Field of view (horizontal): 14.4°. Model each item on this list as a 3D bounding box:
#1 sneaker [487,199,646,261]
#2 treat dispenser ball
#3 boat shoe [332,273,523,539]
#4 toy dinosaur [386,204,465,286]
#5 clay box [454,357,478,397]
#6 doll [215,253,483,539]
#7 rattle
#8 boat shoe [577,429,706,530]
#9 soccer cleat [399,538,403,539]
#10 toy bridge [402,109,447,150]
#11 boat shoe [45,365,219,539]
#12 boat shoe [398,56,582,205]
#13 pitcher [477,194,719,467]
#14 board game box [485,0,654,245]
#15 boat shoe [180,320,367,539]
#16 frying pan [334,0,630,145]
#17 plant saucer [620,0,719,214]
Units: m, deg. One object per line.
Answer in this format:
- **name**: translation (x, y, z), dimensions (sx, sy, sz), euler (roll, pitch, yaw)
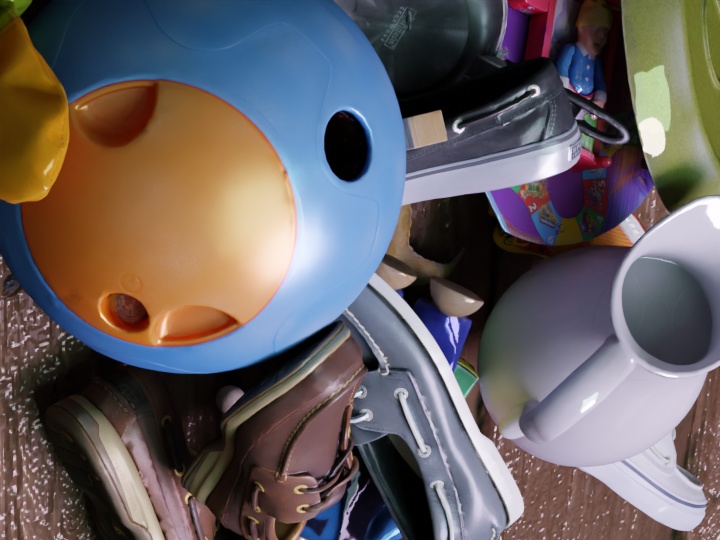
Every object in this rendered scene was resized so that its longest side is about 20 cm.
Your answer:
- **sneaker**: translation (0.102, -0.048, 1.622), dimensions (0.077, 0.073, 0.200), euler (-37, 134, 1)
- **treat dispenser ball**: translation (-0.079, -0.051, 1.342), dimensions (0.201, 0.201, 0.201), euler (-24, 131, -31)
- **boat shoe**: translation (0.012, 0.070, 1.456), dimensions (0.062, 0.073, 0.200), euler (-42, 115, -19)
- **toy dinosaur**: translation (0.000, 0.000, 1.564), dimensions (0.200, 0.058, 0.101), euler (30, 93, -50)
- **clay box**: translation (0.008, 0.105, 1.607), dimensions (0.200, 0.048, 0.115), euler (-54, 180, 2)
- **doll**: translation (-0.013, 0.090, 1.523), dimensions (0.136, 0.048, 0.200), euler (22, 97, -14)
- **rattle**: translation (-0.202, -0.139, 1.207), dimensions (0.130, 0.143, 0.200), euler (-5, 141, 5)
- **boat shoe**: translation (0.170, 0.105, 1.786), dimensions (0.067, 0.074, 0.200), euler (-54, 139, 4)
- **soccer cleat**: translation (0.045, 0.137, 1.633), dimensions (0.200, 0.068, 0.073), euler (-73, 179, -84)
- **toy bridge**: translation (-0.013, -0.153, 1.404), dimensions (0.027, 0.067, 0.200), euler (-21, 97, -44)
- **boat shoe**: translation (-0.103, 0.130, 1.534), dimensions (0.068, 0.072, 0.200), euler (-37, 135, -19)
- **boat shoe**: translation (0.012, -0.066, 1.455), dimensions (0.200, 0.069, 0.057), euler (-11, 112, 6)
- **pitcher**: translation (0.125, 0.052, 1.568), dimensions (0.172, 0.121, 0.200), euler (-36, 179, -27)
- **board game box**: translation (0.114, -0.113, 1.536), dimensions (0.158, 0.039, 0.200), euler (-38, 110, -34)
- **boat shoe**: translation (-0.030, 0.085, 1.407), dimensions (0.072, 0.068, 0.200), euler (-40, 173, -27)
- **frying pan**: translation (0.041, -0.104, 1.480), dimensions (0.115, 0.031, 0.190), euler (-34, 108, 16)
- **plant saucer**: translation (0.184, -0.127, 1.578), dimensions (0.200, 0.031, 0.200), euler (-6, 90, -70)
